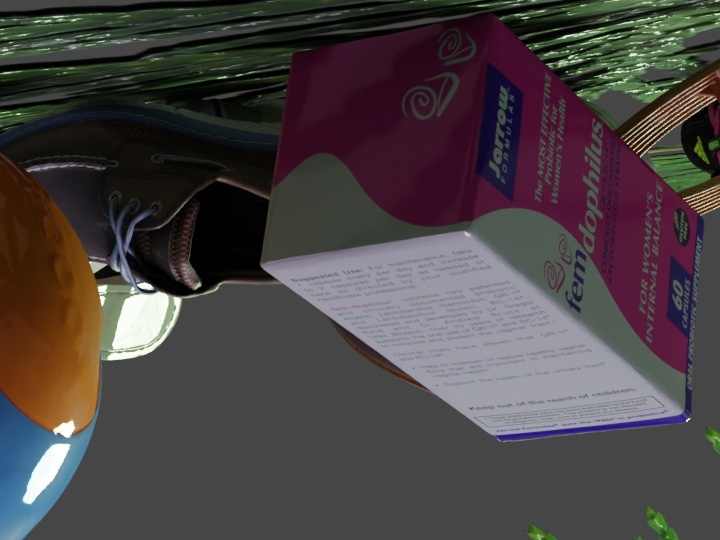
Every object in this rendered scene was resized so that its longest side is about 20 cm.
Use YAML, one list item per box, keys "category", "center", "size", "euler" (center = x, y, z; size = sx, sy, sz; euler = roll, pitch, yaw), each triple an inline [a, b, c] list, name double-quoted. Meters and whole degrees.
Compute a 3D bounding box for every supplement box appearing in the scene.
- category: "supplement box"
  center: [0.057, -0.012, 1.068]
  size: [0.103, 0.101, 0.200]
  euler: [-9, 152, 33]

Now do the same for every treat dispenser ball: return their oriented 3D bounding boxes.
- category: "treat dispenser ball"
  center: [-0.203, 0.033, 1.013]
  size: [0.201, 0.201, 0.201]
  euler: [-7, 178, 0]

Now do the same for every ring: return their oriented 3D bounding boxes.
- category: "ring"
  center: [0.180, -0.062, 1.181]
  size: [0.200, 0.019, 0.200]
  euler: [-24, 161, -9]

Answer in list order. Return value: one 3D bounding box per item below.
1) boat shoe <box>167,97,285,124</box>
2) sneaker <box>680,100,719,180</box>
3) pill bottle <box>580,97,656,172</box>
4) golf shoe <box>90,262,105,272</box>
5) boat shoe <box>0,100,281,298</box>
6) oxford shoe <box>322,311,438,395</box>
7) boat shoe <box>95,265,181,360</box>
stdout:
- category: "boat shoe"
  center: [-0.068, -0.043, 1.246]
  size: [0.062, 0.072, 0.200]
  euler: [-5, 175, -9]
- category: "sneaker"
  center: [0.215, -0.073, 1.382]
  size: [0.087, 0.074, 0.200]
  euler: [-14, -179, 19]
- category: "pill bottle"
  center: [0.085, -0.039, 1.322]
  size: [0.113, 0.114, 0.200]
  euler: [-8, 178, 23]
- category: "golf shoe"
  center: [-0.158, -0.032, 1.271]
  size: [0.097, 0.078, 0.200]
  euler: [-16, 175, 32]
- category: "boat shoe"
  center: [-0.081, -0.029, 1.114]
  size: [0.200, 0.072, 0.072]
  euler: [-2, -146, 8]
- category: "oxford shoe"
  center: [0.000, 0.000, 1.342]
  size: [0.071, 0.200, 0.073]
  euler: [-51, 173, 0]
- category: "boat shoe"
  center: [-0.191, 0.016, 1.479]
  size: [0.061, 0.072, 0.201]
  euler: [33, -165, 32]
